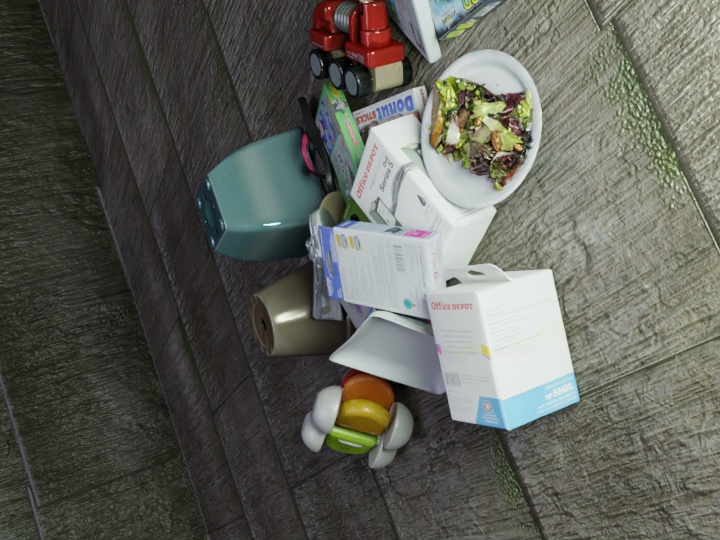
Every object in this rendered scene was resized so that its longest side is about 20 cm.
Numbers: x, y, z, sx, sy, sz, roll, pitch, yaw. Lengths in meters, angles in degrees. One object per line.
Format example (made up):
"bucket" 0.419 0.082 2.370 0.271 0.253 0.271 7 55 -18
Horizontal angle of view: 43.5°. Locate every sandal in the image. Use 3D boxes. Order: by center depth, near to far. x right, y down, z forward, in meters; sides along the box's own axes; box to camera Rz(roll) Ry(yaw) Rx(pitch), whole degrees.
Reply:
"sandal" -0.040 -0.035 1.601 0.070 0.077 0.214 16 123 67
"sandal" -0.087 -0.215 1.607 0.075 0.045 0.202 75 175 -70

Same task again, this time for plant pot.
"plant pot" -0.107 0.079 1.675 0.200 0.172 0.202 35 132 52
"plant pot" -0.197 -0.126 1.721 0.197 0.198 0.196 68 153 13

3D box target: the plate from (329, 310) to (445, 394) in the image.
"plate" 0.075 0.120 1.360 0.200 0.198 0.033 131 155 -59

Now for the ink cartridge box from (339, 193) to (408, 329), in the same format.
"ink cartridge box" 0.000 0.000 1.429 0.201 0.075 0.148 58 162 12

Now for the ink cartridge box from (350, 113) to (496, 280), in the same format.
"ink cartridge box" 0.083 -0.099 1.288 0.201 0.084 0.146 52 147 24

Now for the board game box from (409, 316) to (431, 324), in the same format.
"board game box" 0.062 0.042 1.496 0.199 0.019 0.104 17 117 60

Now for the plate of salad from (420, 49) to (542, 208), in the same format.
"plate of salad" 0.143 -0.180 1.148 0.199 0.048 0.202 -1 89 47

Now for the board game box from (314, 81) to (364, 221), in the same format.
"board game box" -0.024 -0.196 1.506 0.135 0.029 0.202 122 129 -70

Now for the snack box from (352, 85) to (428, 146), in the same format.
"snack box" 0.049 -0.227 1.382 0.200 0.024 0.073 -3 103 63

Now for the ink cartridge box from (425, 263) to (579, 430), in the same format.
"ink cartridge box" 0.180 0.086 1.169 0.128 0.124 0.202 -4 99 63

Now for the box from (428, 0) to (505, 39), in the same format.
"box" 0.144 -0.376 1.112 0.200 0.034 0.111 -22 83 63

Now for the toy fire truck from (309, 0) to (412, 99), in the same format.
"toy fire truck" -0.021 -0.369 1.314 0.176 0.128 0.202 40 141 50

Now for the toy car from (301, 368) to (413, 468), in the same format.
"toy car" -0.003 0.250 1.604 0.201 0.173 0.151 116 167 -53

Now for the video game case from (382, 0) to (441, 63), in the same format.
"video game case" 0.038 -0.398 1.207 0.183 0.024 0.200 56 178 28

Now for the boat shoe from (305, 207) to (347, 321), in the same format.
"boat shoe" -0.064 -0.007 1.528 0.075 0.064 0.204 -67 -29 -60

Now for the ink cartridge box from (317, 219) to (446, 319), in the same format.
"ink cartridge box" 0.030 -0.005 1.273 0.199 0.042 0.121 9 117 37
